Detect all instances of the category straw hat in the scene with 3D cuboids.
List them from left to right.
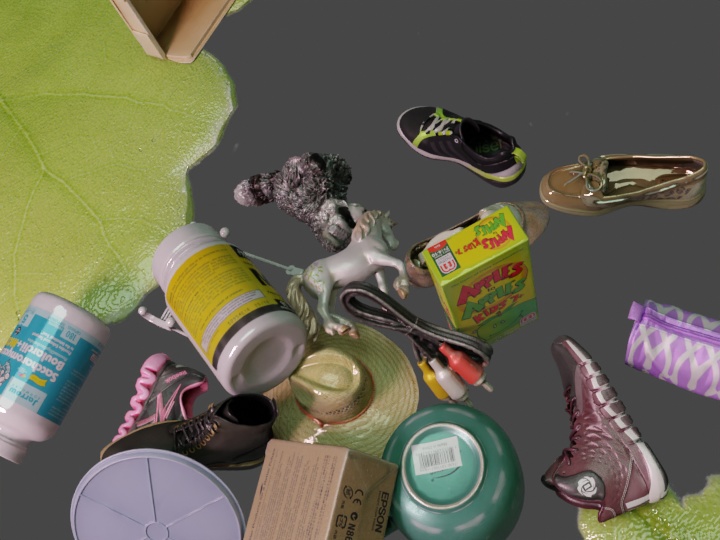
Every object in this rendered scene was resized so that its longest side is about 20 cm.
[{"bbox_3d":[-0.035,0.132,1.009,0.197,0.085,0.204,-6,63,12],"label":"straw hat"}]

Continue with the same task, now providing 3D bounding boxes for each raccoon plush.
[{"bbox_3d":[-0.075,-0.067,1.142,0.198,0.096,0.136,-17,71,40],"label":"raccoon plush"}]

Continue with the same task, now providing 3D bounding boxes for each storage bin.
[{"bbox_3d":[-0.286,-0.456,1.304,0.093,0.201,0.200,21,71,25],"label":"storage bin"}]

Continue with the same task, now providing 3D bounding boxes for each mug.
[{"bbox_3d":[0.086,0.233,0.909,0.151,0.115,0.186,28,74,25],"label":"mug"}]

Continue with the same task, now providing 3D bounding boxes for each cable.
[{"bbox_3d":[0.067,0.079,0.948,0.097,0.199,0.051,-34,25,45],"label":"cable"}]

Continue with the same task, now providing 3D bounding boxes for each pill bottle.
[{"bbox_3d":[-0.412,0.138,1.097,0.109,0.111,0.202,17,70,22],"label":"pill bottle"},{"bbox_3d":[-0.157,0.040,0.998,0.114,0.115,0.200,-40,56,-7],"label":"pill bottle"}]

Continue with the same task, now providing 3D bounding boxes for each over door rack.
[{"bbox_3d":[-0.179,0.029,1.112,0.198,0.067,0.149,22,73,24],"label":"over door rack"}]

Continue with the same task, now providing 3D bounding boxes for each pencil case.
[{"bbox_3d":[0.382,0.093,0.914,0.197,0.086,0.085,15,70,23],"label":"pencil case"}]

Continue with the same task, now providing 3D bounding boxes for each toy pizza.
[{"bbox_3d":[-0.222,0.281,0.957,0.197,0.203,0.032,-13,19,8],"label":"toy pizza"}]

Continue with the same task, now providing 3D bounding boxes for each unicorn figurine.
[{"bbox_3d":[0.000,0.000,1.030,0.197,0.074,0.138,-19,61,-23],"label":"unicorn figurine"}]

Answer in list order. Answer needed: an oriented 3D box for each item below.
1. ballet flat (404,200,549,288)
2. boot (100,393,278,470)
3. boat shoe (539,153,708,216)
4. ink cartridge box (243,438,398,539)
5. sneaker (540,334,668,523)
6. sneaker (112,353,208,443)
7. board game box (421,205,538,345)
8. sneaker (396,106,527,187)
[{"bbox_3d":[0.142,-0.039,1.055,0.198,0.067,0.069,-29,60,0],"label":"ballet flat"},{"bbox_3d":[-0.190,0.180,0.958,0.197,0.139,0.078,-10,64,-19],"label":"boot"},{"bbox_3d":[0.316,-0.113,1.046,0.196,0.063,0.074,-4,64,14],"label":"boat shoe"},{"bbox_3d":[-0.053,0.285,0.890,0.164,0.074,0.203,-10,62,55],"label":"ink cartridge box"},{"bbox_3d":[0.230,0.174,0.923,0.114,0.076,0.202,-30,61,3],"label":"sneaker"},{"bbox_3d":[-0.242,0.203,1.046,0.094,0.079,0.203,13,69,8],"label":"sneaker"},{"bbox_3d":[0.138,0.019,0.951,0.100,0.201,0.048,-27,60,0],"label":"board game box"},{"bbox_3d":[0.132,-0.180,1.119,0.198,0.083,0.072,26,73,25],"label":"sneaker"}]
